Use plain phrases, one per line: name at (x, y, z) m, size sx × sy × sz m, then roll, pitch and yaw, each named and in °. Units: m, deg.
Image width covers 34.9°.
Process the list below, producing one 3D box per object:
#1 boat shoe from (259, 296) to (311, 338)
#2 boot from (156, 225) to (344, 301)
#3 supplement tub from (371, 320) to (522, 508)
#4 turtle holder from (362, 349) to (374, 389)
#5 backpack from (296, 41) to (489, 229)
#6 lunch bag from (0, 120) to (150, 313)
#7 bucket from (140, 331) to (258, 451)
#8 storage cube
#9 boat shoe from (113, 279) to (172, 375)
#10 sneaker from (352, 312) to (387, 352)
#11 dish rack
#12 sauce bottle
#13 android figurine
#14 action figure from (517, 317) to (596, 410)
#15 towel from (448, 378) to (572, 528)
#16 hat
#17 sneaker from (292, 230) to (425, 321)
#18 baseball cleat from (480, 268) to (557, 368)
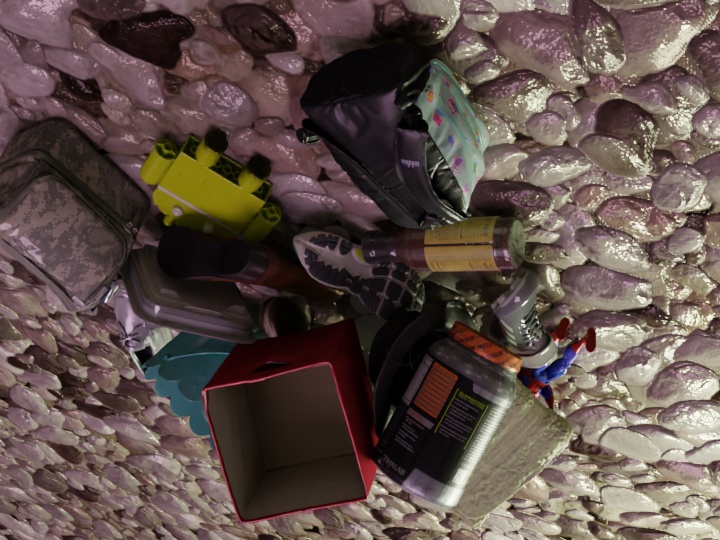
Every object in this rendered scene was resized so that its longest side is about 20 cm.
boat shoe at (-0.108, 0.109, 1.648) m, size 0.074 × 0.075 × 0.203 m, roll 6°, pitch 144°, yaw 30°
boot at (-0.144, -0.006, 1.495) m, size 0.186 × 0.070 × 0.199 m, roll -3°, pitch 168°, yaw 36°
supplement tub at (0.108, 0.172, 1.384) m, size 0.121 × 0.202 × 0.123 m, roll 29°, pitch -177°, yaw -2°
turtle holder at (-0.034, 0.166, 1.596) m, size 0.186 × 0.132 × 0.141 m, roll 49°, pitch 168°, yaw -25°
backpack at (0.051, -0.136, 1.181) m, size 0.165 × 0.128 × 0.200 m, roll 2°, pitch 144°, yaw 44°
lunch bag at (-0.387, -0.063, 1.472) m, size 0.138 × 0.170 × 0.200 m, roll -11°, pitch 135°, yaw 38°
bucket at (-0.203, 0.163, 1.659) m, size 0.206 × 0.135 × 0.208 m, roll 38°, pitch 161°, yaw 15°
storage cube at (-0.078, 0.184, 1.426) m, size 0.168 × 0.180 × 0.203 m, roll -13°, pitch 103°, yaw 11°
boat shoe at (-0.339, 0.094, 1.749) m, size 0.071 × 0.069 × 0.201 m, roll 12°, pitch 145°, yaw 12°
sneaker at (0.069, 0.124, 1.560) m, size 0.198 × 0.088 × 0.075 m, roll 27°, pitch 147°, yaw -6°
dish rack at (-0.224, 0.024, 1.504) m, size 0.169 × 0.200 × 0.044 m, roll 15°, pitch 108°, yaw -25°
sauce bottle at (0.095, -0.031, 1.356) m, size 0.197 × 0.065 × 0.065 m, roll 1°, pitch 142°, yaw 29°
android figurine at (-0.190, -0.096, 1.438) m, size 0.180 × 0.041 × 0.200 m, roll 31°, pitch 143°, yaw -15°
action figure at (0.237, 0.152, 1.506) m, size 0.064 × 0.100 × 0.201 m, roll 23°, pitch 148°, yaw -3°
towel at (0.163, 0.232, 1.487) m, size 0.148 × 0.037 × 0.200 m, roll 40°, pitch 106°, yaw -15°
hat at (0.056, 0.113, 1.454) m, size 0.080 × 0.201 × 0.202 m, roll 30°, pitch 154°, yaw 33°
sneaker at (0.000, 0.000, 1.458) m, size 0.198 × 0.078 × 0.079 m, roll 31°, pitch 178°, yaw -25°
baseball cleat at (0.203, 0.060, 1.386) m, size 0.106 × 0.070 × 0.200 m, roll 40°, pitch 168°, yaw 7°
